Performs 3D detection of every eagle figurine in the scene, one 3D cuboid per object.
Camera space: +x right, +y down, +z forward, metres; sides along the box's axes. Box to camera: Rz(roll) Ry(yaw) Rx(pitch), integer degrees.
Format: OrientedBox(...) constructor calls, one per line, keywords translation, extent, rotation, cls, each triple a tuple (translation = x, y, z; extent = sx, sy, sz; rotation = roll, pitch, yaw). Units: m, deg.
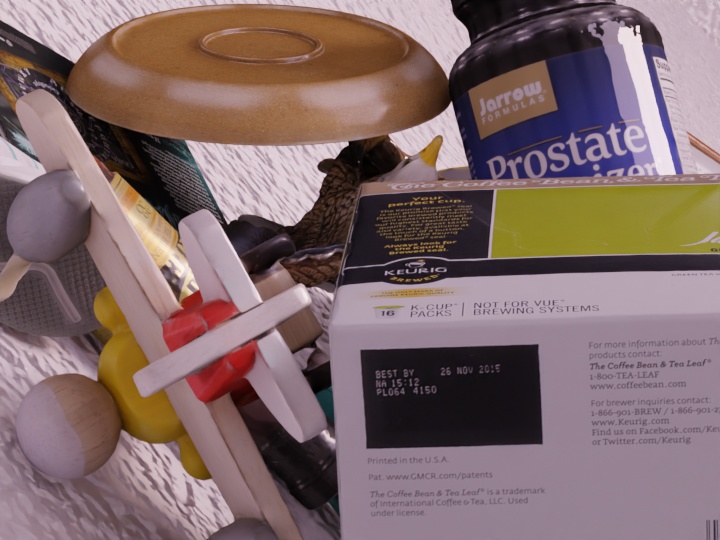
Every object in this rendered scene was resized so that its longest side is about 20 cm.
OrientedBox(translation=(0.001, -0.006, 1.420), extent=(0.200, 0.151, 0.151), rotation=(-79, 170, -50), cls="eagle figurine")

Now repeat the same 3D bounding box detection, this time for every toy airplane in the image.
OrientedBox(translation=(-0.079, 0.045, 1.175), extent=(0.199, 0.141, 0.200), rotation=(62, 1, -44), cls="toy airplane")

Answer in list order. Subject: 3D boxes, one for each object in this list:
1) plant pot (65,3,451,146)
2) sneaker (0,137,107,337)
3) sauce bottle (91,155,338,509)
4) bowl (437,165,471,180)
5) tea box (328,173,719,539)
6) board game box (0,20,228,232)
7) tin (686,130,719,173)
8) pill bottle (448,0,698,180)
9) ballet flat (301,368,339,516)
OrientedBox(translation=(-0.051, -0.106, 1.455), extent=(0.200, 0.028, 0.200), rotation=(2, 20, -1), cls="plant pot")
OrientedBox(translation=(-0.180, -0.045, 1.252), extent=(0.200, 0.070, 0.080), rotation=(39, 16, -29), cls="sneaker")
OrientedBox(translation=(-0.080, 0.032, 1.342), extent=(0.200, 0.066, 0.066), rotation=(44, 17, -14), cls="sauce bottle")
OrientedBox(translation=(0.080, 0.042, 1.585), extent=(0.201, 0.201, 0.094), rotation=(39, 46, -28), cls="bowl")
OrientedBox(translation=(0.094, 0.048, 1.172), extent=(0.197, 0.200, 0.134), rotation=(-76, 164, -70), cls="tea box")
OrientedBox(translation=(-0.141, -0.059, 1.451), extent=(0.200, 0.028, 0.135), rotation=(30, 25, -49), cls="board game box")
OrientedBox(translation=(0.169, -0.017, 1.532), extent=(0.200, 0.042, 0.112), rotation=(31, 66, -30), cls="tin")
OrientedBox(translation=(0.107, -0.064, 1.415), extent=(0.112, 0.112, 0.200), rotation=(7, 67, -66), cls="pill bottle")
OrientedBox(translation=(0.031, 0.123, 1.420), extent=(0.200, 0.067, 0.070), rotation=(48, 7, -5), cls="ballet flat")
